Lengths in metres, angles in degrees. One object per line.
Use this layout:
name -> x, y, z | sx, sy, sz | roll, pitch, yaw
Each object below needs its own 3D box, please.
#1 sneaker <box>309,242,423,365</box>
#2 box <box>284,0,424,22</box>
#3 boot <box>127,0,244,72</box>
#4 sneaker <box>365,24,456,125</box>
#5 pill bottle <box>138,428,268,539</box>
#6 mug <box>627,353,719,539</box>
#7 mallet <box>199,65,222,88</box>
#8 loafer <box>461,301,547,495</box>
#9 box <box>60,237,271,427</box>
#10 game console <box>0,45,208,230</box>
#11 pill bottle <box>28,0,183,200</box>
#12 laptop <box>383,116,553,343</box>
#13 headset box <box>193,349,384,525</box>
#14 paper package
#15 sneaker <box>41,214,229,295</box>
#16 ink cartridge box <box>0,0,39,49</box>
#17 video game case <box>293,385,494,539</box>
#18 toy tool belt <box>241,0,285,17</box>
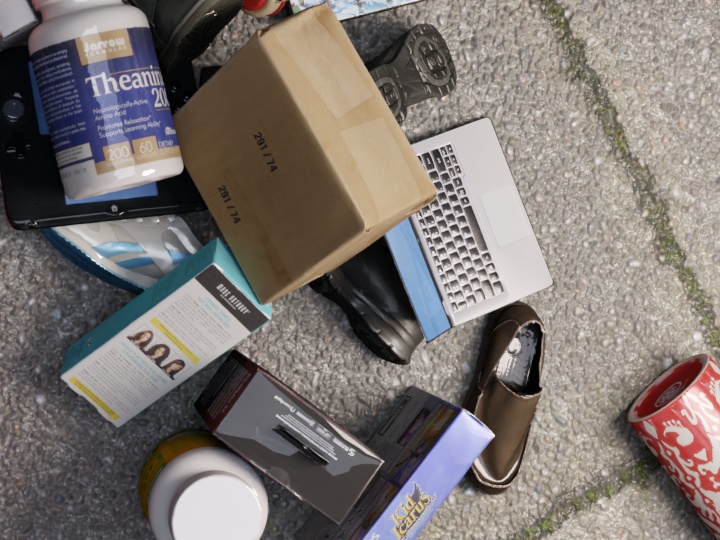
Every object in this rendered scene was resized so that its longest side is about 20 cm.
sneaker -> 0.000, 0.000, 1.536 | 0.091, 0.076, 0.200 | -47, 108, -17
box -> 0.010, -0.327, 1.533 | 0.199, 0.040, 0.138 | -15, 96, -12
boot -> -0.201, -0.294, 1.410 | 0.072, 0.182, 0.201 | -30, 91, -30
sneaker -> 0.021, -0.181, 1.493 | 0.200, 0.090, 0.076 | -37, 108, -48
pill bottle -> -0.147, 0.216, 1.437 | 0.110, 0.200, 0.112 | 0, 92, -13
mug -> 0.387, 0.188, 1.613 | 0.133, 0.178, 0.200 | -38, 97, 28
mallet -> -0.112, -0.104, 1.498 | 0.065, 0.041, 0.202 | -9, 83, -11
loafer -> 0.146, 0.131, 1.565 | 0.072, 0.071, 0.202 | 7, 90, -13
box -> -0.184, 0.060, 1.447 | 0.199, 0.049, 0.082 | -35, 117, 19
game console -> -0.246, -0.132, 1.452 | 0.199, 0.031, 0.178 | -7, 73, -19
pill bottle -> -0.234, -0.172, 1.375 | 0.110, 0.111, 0.201 | -15, 94, -12
laptop -> 0.096, -0.045, 1.501 | 0.199, 0.116, 0.188 | -21, 90, -20
headset box -> -0.071, 0.155, 1.452 | 0.149, 0.200, 0.077 | 37, 84, -11
paper package -> -0.059, -0.101, 1.383 | 0.103, 0.190, 0.201 | -28, 86, -43
sneaker -> -0.215, -0.023, 1.483 | 0.199, 0.076, 0.081 | 26, 78, -18
ink cartridge box -> -0.356, -0.304, 1.384 | 0.043, 0.174, 0.201 | -29, 98, -9
video game case -> 0.029, 0.212, 1.485 | 0.045, 0.181, 0.200 | 40, 84, -11
toy tool belt -> -0.151, -0.324, 1.448 | 0.124, 0.123, 0.201 | -24, 96, 29
